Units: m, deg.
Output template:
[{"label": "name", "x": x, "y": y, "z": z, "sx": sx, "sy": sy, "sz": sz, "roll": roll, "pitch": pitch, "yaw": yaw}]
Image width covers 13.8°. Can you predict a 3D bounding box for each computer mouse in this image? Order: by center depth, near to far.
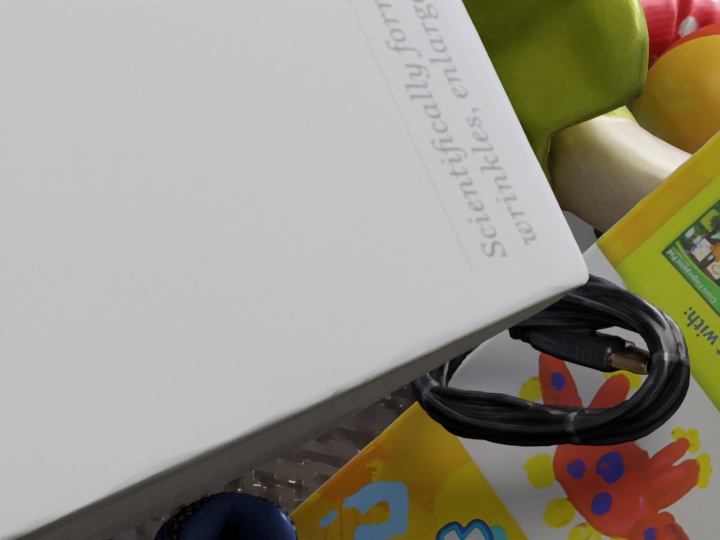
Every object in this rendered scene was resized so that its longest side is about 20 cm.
[{"label": "computer mouse", "x": 0.000, "y": 0.000, "z": 0.732, "sx": 0.200, "sy": 0.034, "sz": 0.059, "roll": 26, "pitch": 80, "yaw": 37}]

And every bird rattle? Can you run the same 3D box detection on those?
[{"label": "bird rattle", "x": 0.085, "y": -0.046, "z": 0.848, "sx": 0.163, "sy": 0.113, "sz": 0.200, "roll": 30, "pitch": 25, "yaw": 12}]

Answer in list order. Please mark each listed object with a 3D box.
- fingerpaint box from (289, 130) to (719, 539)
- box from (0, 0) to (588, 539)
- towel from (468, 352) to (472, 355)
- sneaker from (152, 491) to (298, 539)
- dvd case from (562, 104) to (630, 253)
[{"label": "fingerpaint box", "x": 0.104, "y": 0.088, "z": 0.696, "sx": 0.200, "sy": 0.167, "sz": 0.073, "roll": 49, "pitch": 3, "yaw": 30}, {"label": "box", "x": -0.095, "y": -0.035, "z": 0.619, "sx": 0.199, "sy": 0.131, "sz": 0.200, "roll": -22, "pitch": 86, "yaw": -34}, {"label": "towel", "x": 0.149, "y": 0.068, "z": 0.816, "sx": 0.199, "sy": 0.032, "sz": 0.191, "roll": -19, "pitch": 62, "yaw": -36}, {"label": "sneaker", "x": -0.033, "y": 0.131, "z": 0.653, "sx": 0.075, "sy": 0.079, "sz": 0.201, "roll": 4, "pitch": 43, "yaw": -19}, {"label": "dvd case", "x": 0.085, "y": -0.036, "z": 0.930, "sx": 0.200, "sy": 0.025, "sz": 0.150, "roll": 33, "pitch": 42, "yaw": 13}]
